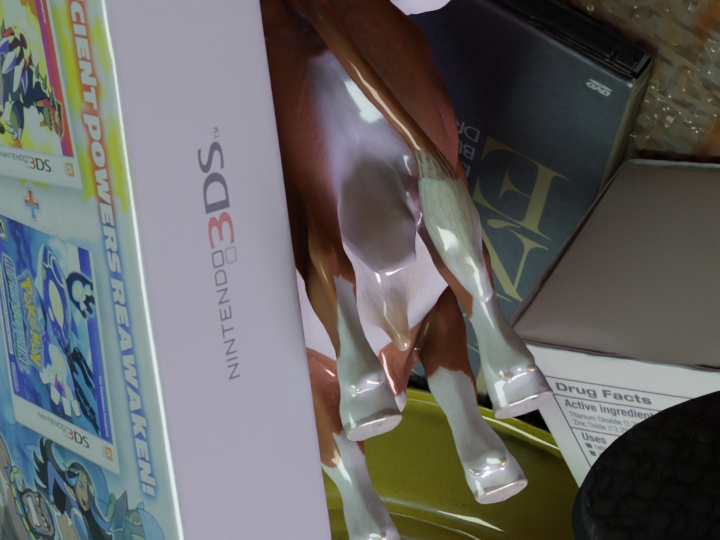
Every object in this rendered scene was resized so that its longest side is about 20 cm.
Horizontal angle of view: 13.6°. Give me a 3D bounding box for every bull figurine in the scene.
[{"bbox_3d":[0.000,0.000,0.750,0.200,0.065,0.122,75,172,-71],"label":"bull figurine"}]

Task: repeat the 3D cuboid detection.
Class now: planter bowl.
[{"bbox_3d":[0.034,0.131,0.949,0.199,0.084,0.201,23,150,14],"label":"planter bowl"}]

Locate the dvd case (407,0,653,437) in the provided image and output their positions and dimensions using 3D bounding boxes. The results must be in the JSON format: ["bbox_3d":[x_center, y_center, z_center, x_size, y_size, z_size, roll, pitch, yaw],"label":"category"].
[{"bbox_3d":[-0.003,-0.032,0.856,0.148,0.016,0.200,30,148,11],"label":"dvd case"}]

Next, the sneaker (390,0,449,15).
[{"bbox_3d":[-0.017,-0.145,0.682,0.088,0.075,0.200,-22,120,33],"label":"sneaker"}]

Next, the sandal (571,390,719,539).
[{"bbox_3d":[0.135,0.065,0.691,0.045,0.199,0.075,-55,46,48],"label":"sandal"}]

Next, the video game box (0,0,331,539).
[{"bbox_3d":[-0.081,-0.028,0.715,0.182,0.047,0.201,19,121,56],"label":"video game box"}]

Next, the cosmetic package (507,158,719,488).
[{"bbox_3d":[0.128,0.070,0.803,0.103,0.073,0.201,8,138,40],"label":"cosmetic package"}]
